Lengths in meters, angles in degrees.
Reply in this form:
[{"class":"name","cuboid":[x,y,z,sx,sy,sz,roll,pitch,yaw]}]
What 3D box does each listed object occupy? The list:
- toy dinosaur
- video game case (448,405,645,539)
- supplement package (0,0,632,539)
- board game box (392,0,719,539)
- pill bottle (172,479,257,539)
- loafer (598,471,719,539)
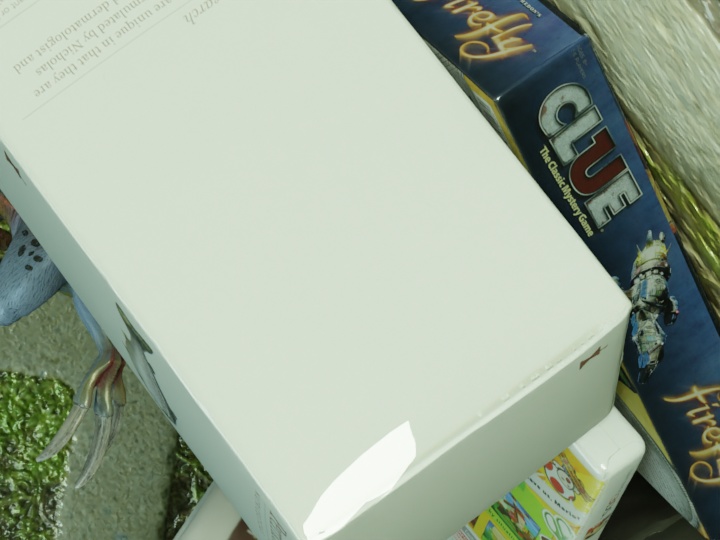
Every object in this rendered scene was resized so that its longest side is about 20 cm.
[{"class":"toy dinosaur","cuboid":[-0.086,0.000,1.027,0.181,0.105,0.200,-11,110,38]},{"class":"video game case","cuboid":[0.009,0.027,1.030,0.200,0.023,0.182,50,157,16]},{"class":"supplement package","cuboid":[-0.026,-0.016,0.886,0.200,0.117,0.117,52,170,15]},{"class":"board game box","cuboid":[0.057,-0.021,0.937,0.135,0.035,0.200,46,168,49]},{"class":"pill bottle","cuboid":[0.009,0.163,1.155,0.200,0.109,0.109,34,173,-2]},{"class":"loafer","cuboid":[0.094,0.084,1.063,0.200,0.070,0.070,29,152,55]}]
